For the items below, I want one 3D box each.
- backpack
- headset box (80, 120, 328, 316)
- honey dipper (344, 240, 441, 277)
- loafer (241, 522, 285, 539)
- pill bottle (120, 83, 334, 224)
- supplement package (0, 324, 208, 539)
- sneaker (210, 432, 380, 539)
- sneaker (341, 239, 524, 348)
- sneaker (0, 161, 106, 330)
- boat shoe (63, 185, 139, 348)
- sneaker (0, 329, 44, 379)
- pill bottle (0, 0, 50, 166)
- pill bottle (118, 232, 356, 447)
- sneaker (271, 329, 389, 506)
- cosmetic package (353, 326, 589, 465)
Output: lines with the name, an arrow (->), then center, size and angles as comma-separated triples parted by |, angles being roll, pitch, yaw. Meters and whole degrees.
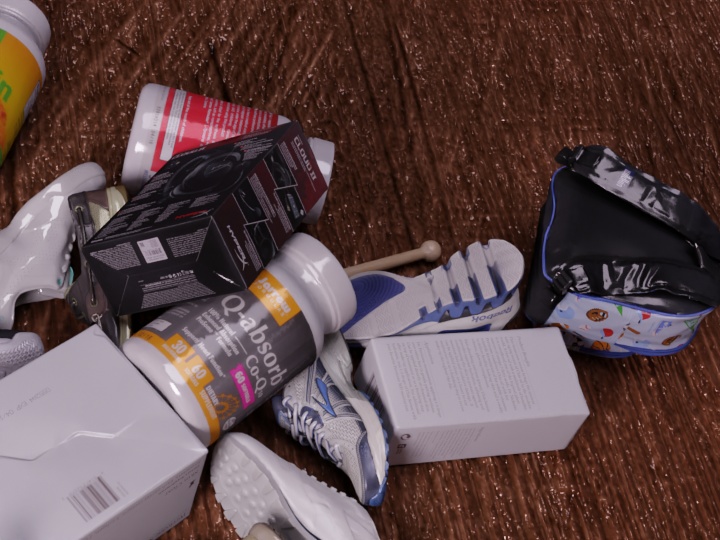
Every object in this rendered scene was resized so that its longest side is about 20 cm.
backpack -> 0.266, 0.001, 1.479 | 0.189, 0.155, 0.201 | 13, 56, 2
headset box -> -0.131, -0.053, 1.308 | 0.078, 0.148, 0.200 | 66, 32, -21
honey dipper -> 0.000, 0.000, 1.467 | 0.198, 0.038, 0.038 | -15, 59, -29
loafer -> -0.042, 0.301, 1.197 | 0.068, 0.076, 0.200 | -38, 77, -10
pill bottle -> -0.131, -0.110, 1.458 | 0.198, 0.113, 0.113 | 13, 50, -8
supplement package -> -0.253, 0.172, 1.200 | 0.199, 0.111, 0.156 | -32, 68, -34
sneaker -> -0.048, 0.213, 1.271 | 0.200, 0.077, 0.080 | 46, 45, 10
sneaker -> 0.073, 0.049, 1.426 | 0.197, 0.116, 0.081 | -15, 52, 7
sneaker -> -0.294, -0.018, 1.372 | 0.088, 0.075, 0.200 | 43, 55, -3
boat shoe -> -0.237, 0.021, 1.337 | 0.065, 0.072, 0.203 | -3, 75, -5
sneaker -> -0.381, 0.048, 1.276 | 0.198, 0.076, 0.115 | -6, 58, -19
pill bottle -> -0.375, -0.180, 1.432 | 0.110, 0.111, 0.201 | 18, 50, -3
pill bottle -> -0.105, 0.059, 1.286 | 0.200, 0.117, 0.116 | -37, 71, -26
sneaker -> -0.036, 0.136, 1.334 | 0.084, 0.077, 0.201 | -14, 50, -17
cosmetic package -> 0.104, 0.118, 1.385 | 0.198, 0.072, 0.102 | -2, 54, -19
